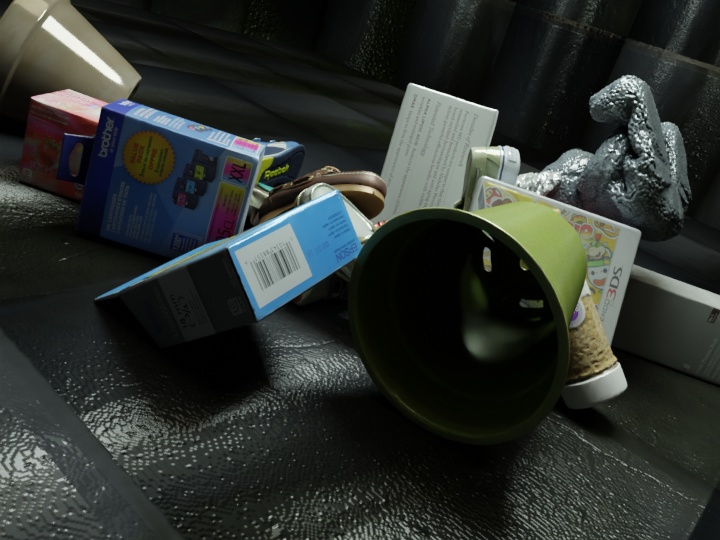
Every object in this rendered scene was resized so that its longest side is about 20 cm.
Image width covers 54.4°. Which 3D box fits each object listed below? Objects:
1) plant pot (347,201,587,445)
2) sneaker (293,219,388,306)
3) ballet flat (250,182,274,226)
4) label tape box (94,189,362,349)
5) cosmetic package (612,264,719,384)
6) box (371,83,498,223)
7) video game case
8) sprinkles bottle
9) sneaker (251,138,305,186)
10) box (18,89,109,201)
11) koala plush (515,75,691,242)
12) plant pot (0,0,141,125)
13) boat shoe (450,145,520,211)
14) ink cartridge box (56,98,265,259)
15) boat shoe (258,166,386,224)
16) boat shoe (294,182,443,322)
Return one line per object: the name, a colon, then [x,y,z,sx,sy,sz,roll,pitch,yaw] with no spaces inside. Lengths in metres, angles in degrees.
plant pot: [0.119,0.019,0.636,0.198,0.203,0.189,28,32,22]
sneaker: [0.000,0.000,0.795,0.198,0.078,0.082,-21,62,-44]
ballet flat: [-0.150,-0.093,0.928,0.197,0.063,0.067,23,9,-10]
label tape box: [-0.116,0.006,0.613,0.198,0.064,0.144,-17,11,41]
cosmetic package: [0.425,0.068,0.983,0.197,0.108,0.090,17,20,-3]
box: [0.099,-0.143,1.021,0.129,0.203,0.199,17,5,0]
video game case: [0.202,0.012,0.794,0.197,0.185,0.023,18,-5,-4]
sprinkles bottle: [0.214,0.040,0.741,0.068,0.068,0.203,-18,86,-59]
sneaker: [-0.152,-0.175,1.117,0.081,0.075,0.200,23,19,16]
box: [-0.285,-0.132,0.835,0.197,0.104,0.095,20,20,-2]
koala plush: [0.300,-0.107,0.900,0.198,0.187,0.176,-17,-31,38]
plant pot: [-0.411,-0.270,0.981,0.172,0.201,0.201,30,16,-18]
boat shoe: [0.142,-0.070,0.878,0.061,0.202,0.073,10,37,-2]
ink cartridge box: [-0.216,-0.094,0.751,0.197,0.139,0.076,17,16,-7]
boat shoe: [-0.049,-0.088,0.820,0.198,0.071,0.070,-10,-35,40]
boat shoe: [0.014,-0.015,0.724,0.201,0.068,0.075,50,52,-3]
